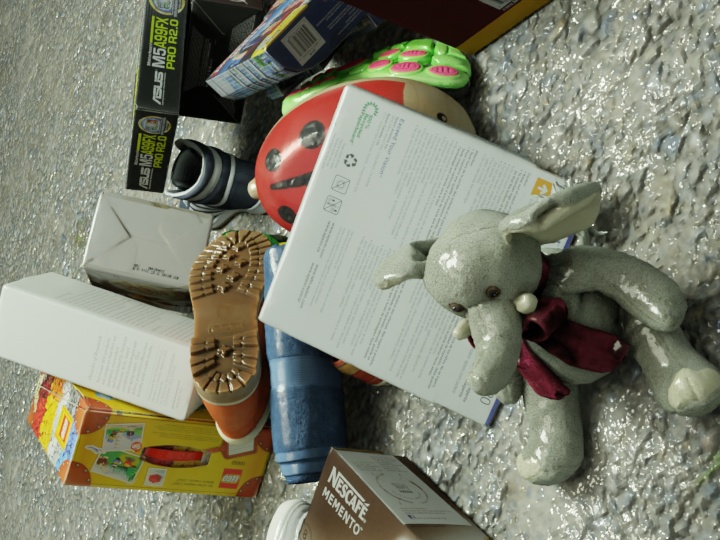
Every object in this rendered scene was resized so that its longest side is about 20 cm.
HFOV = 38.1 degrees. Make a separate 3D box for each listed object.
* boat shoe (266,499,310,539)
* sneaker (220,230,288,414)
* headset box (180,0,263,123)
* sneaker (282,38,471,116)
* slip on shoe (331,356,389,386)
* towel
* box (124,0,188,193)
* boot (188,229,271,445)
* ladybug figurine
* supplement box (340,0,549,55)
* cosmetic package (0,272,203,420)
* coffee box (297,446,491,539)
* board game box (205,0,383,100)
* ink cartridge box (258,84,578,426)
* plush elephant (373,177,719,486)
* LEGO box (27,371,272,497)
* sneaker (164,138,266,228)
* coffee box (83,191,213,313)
[{"bbox_3d":[-0.036,0.291,0.865,0.068,0.072,0.202,-16,63,36],"label":"boat shoe"},{"bbox_3d":[-0.105,0.049,1.020,0.078,0.085,0.201,-45,46,39],"label":"sneaker"},{"bbox_3d":[-0.158,-0.285,1.153,0.149,0.074,0.201,109,161,-43],"label":"headset box"},{"bbox_3d":[0.021,-0.148,0.925,0.199,0.084,0.077,-7,30,43],"label":"sneaker"},{"bbox_3d":[0.000,0.000,0.906,0.074,0.061,0.202,-31,54,49],"label":"slip on shoe"},{"bbox_3d":[-0.050,0.081,0.898,0.048,0.112,0.202,-7,79,14],"label":"towel"},{"bbox_3d":[-0.212,-0.207,1.087,0.160,0.044,0.202,125,149,-61],"label":"box"},{"bbox_3d":[-0.112,0.057,0.941,0.108,0.074,0.201,81,-172,-48],"label":"boot"},{"bbox_3d":[-0.004,-0.084,0.850,0.199,0.072,0.137,-15,98,18],"label":"ladybug figurine"},{"bbox_3d":[0.068,-0.290,0.774,0.197,0.199,0.134,-28,58,48],"label":"supplement box"},{"bbox_3d":[-0.236,0.069,0.994,0.101,0.199,0.072,-35,-37,-79],"label":"cosmetic package"},{"bbox_3d":[0.037,0.230,0.763,0.200,0.079,0.115,38,111,53],"label":"coffee box"},{"bbox_3d":[-0.046,-0.231,0.982,0.200,0.062,0.200,-50,19,-19],"label":"board game box"},{"bbox_3d":[0.046,-0.012,0.791,0.043,0.199,0.198,-36,-30,-75],"label":"ink cartridge box"},{"bbox_3d":[0.105,0.023,0.652,0.164,0.154,0.202,-30,61,47],"label":"plush elephant"},{"bbox_3d":[-0.208,0.153,1.035,0.149,0.199,0.078,31,105,55],"label":"LEGO box"},{"bbox_3d":[-0.180,-0.095,1.151,0.199,0.108,0.071,-6,75,54],"label":"sneaker"},{"bbox_3d":[-0.223,-0.014,1.105,0.200,0.113,0.080,143,140,-75],"label":"coffee box"}]
